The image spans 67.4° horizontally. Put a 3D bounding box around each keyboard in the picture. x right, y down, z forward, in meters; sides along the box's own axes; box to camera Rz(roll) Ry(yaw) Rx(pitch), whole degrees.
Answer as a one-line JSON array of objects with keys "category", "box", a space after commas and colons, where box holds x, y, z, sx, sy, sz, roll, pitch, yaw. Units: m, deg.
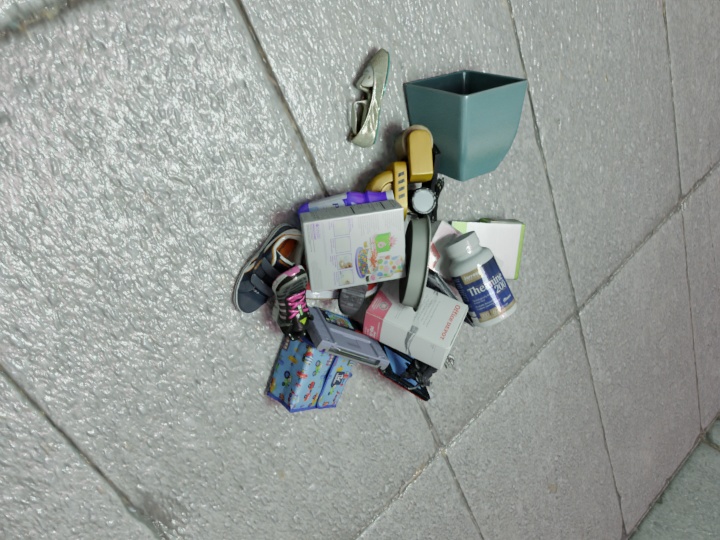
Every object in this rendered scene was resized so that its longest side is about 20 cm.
[{"category": "keyboard", "box": [0.158, -0.173, 1.202, 0.020, 0.128, 0.203, -3, 130, -7]}]

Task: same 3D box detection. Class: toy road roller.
[{"category": "toy road roller", "box": [0.080, -0.205, 1.169, 0.142, 0.123, 0.205, -3, 95, -8]}]

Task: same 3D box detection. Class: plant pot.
[{"category": "plant pot", "box": [0.233, -0.318, 1.209, 0.193, 0.195, 0.204, -22, 123, -28]}]

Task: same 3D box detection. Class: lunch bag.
[{"category": "lunch bag", "box": [-0.090, 0.228, 1.210, 0.198, 0.093, 0.154, 18, 93, -49]}]

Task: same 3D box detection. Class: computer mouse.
[{"category": "computer mouse", "box": [0.000, 0.000, 1.130, 0.057, 0.034, 0.204, 18, 104, -16]}]

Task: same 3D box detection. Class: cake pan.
[{"category": "cake pan", "box": [0.111, -0.017, 1.132, 0.036, 0.200, 0.205, 7, 101, -2]}]

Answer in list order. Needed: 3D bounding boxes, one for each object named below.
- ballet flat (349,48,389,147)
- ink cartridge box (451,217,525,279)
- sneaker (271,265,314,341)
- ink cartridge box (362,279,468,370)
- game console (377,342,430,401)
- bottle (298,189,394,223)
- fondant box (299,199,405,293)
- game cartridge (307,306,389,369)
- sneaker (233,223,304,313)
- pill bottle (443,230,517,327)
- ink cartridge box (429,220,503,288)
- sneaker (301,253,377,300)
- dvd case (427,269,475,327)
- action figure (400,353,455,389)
[{"category": "ballet flat", "box": [0.016, -0.359, 1.118, 0.061, 0.067, 0.205, 4, 101, -25]}, {"category": "ink cartridge box", "box": [0.317, -0.060, 1.414, 0.195, 0.076, 0.152, 2, 104, -8]}, {"category": "sneaker", "box": [-0.128, 0.071, 1.066, 0.073, 0.088, 0.202, -24, 152, -29]}, {"category": "ink cartridge box", "box": [0.123, 0.110, 1.211, 0.147, 0.197, 0.084, -53, 160, -42]}, {"category": "game console", "box": [0.122, 0.192, 1.320, 0.118, 0.174, 0.199, -41, 128, 16]}, {"category": "bottle", "box": [-0.025, -0.116, 1.101, 0.195, 0.065, 0.085, -13, 107, 4]}, {"category": "fondant box", "box": [-0.013, -0.048, 1.057, 0.195, 0.058, 0.147, -9, 115, -9]}, {"category": "game cartridge", "box": [-0.034, 0.145, 1.187, 0.198, 0.130, 0.039, 24, 114, -38]}, {"category": "sneaker", "box": [-0.180, 0.001, 1.074, 0.078, 0.079, 0.203, 32, 86, -37]}, {"category": "pill bottle", "box": [0.270, 0.017, 1.242, 0.110, 0.111, 0.203, -30, 96, -24]}, {"category": "ink cartridge box", "box": [0.241, -0.022, 1.327, 0.198, 0.067, 0.118, 31, 85, -13]}, {"category": "sneaker", "box": [-0.042, 0.000, 1.174, 0.196, 0.071, 0.115, -2, 108, -32]}, {"category": "dvd case", "box": [0.188, 0.050, 1.302, 0.016, 0.148, 0.200, -46, 125, -6]}, {"category": "action figure", "box": [0.162, 0.208, 1.261, 0.102, 0.118, 0.202, 43, 42, -24]}]
